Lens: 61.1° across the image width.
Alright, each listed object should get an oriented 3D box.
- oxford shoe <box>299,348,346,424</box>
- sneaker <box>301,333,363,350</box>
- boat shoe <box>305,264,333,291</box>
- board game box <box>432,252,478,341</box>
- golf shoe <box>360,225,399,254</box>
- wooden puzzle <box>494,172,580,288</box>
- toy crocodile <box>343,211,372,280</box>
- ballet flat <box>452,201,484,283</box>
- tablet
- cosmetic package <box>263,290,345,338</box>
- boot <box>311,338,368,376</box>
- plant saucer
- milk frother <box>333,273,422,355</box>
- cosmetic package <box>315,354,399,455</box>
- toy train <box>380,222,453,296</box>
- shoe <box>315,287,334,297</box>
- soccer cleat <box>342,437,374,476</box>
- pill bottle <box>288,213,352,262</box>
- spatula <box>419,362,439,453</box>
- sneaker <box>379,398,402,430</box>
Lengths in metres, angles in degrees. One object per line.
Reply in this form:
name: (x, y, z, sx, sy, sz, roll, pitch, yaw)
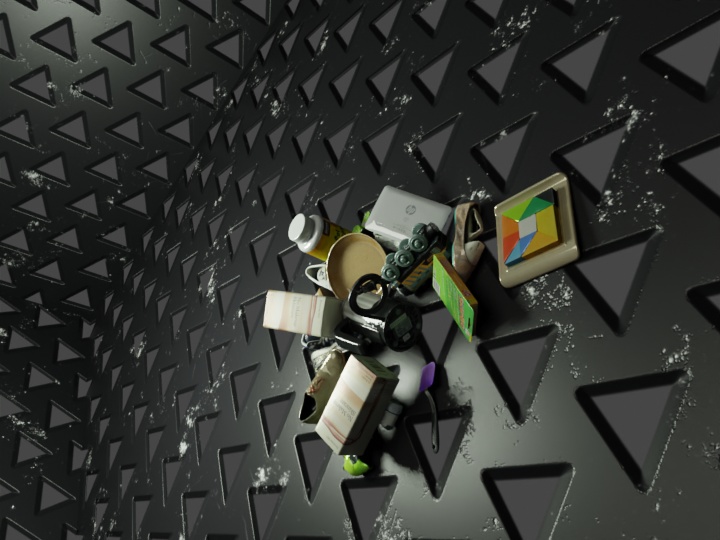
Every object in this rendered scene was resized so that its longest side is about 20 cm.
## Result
oxford shoe: (-0.094, 0.291, 1.513, 0.070, 0.074, 0.202, 20, 93, 34)
sneaker: (-0.076, 0.165, 1.628, 0.199, 0.108, 0.071, -34, 47, 38)
boat shoe: (-0.095, 0.020, 1.767, 0.199, 0.065, 0.074, 1, 71, 55)
board game box: (0.208, 0.057, 1.338, 0.201, 0.030, 0.096, -114, 15, -49)
golf shoe: (0.079, -0.087, 1.577, 0.199, 0.097, 0.079, -8, 63, 49)
wooden puzzle: (0.354, -0.085, 1.260, 0.184, 0.037, 0.202, -29, 50, 41)
toy crocodile: (0.007, -0.063, 1.684, 0.061, 0.067, 0.202, 19, 89, 51)
ballet flat: (0.245, -0.070, 1.375, 0.067, 0.068, 0.202, -17, 59, 39)
tablet: (0.118, -0.131, 1.530, 0.198, 0.014, 0.131, 23, 80, 27)
cosmetic package: (-0.146, 0.112, 1.572, 0.198, 0.087, 0.105, 3, 83, 35)
boot: (-0.051, 0.267, 1.577, 0.202, 0.073, 0.156, -25, 58, 40)
plant saucer: (0.000, 0.000, 1.622, 0.198, 0.035, 0.203, 5, 100, 31)
milk frother: (0.020, 0.084, 1.454, 0.187, 0.179, 0.203, 14, 116, 54)
cosmetic package: (-0.008, 0.303, 1.377, 0.103, 0.087, 0.202, 32, 101, 43)
toy train: (0.134, -0.022, 1.452, 0.200, 0.114, 0.085, -48, 9, 29)
shoe: (-0.098, 0.102, 1.700, 0.054, 0.069, 0.200, -60, 11, 10)
soccer cleat: (-0.008, 0.386, 1.462, 0.081, 0.067, 0.202, -27, 57, 29)
pill bottle: (-0.101, -0.087, 1.724, 0.109, 0.199, 0.110, -29, 50, 41)
spatula: (0.154, 0.295, 1.324, 0.057, 0.020, 0.202, -46, 41, 47)
sneaker: (0.017, 0.314, 1.452, 0.199, 0.073, 0.071, 21, 84, 55)
